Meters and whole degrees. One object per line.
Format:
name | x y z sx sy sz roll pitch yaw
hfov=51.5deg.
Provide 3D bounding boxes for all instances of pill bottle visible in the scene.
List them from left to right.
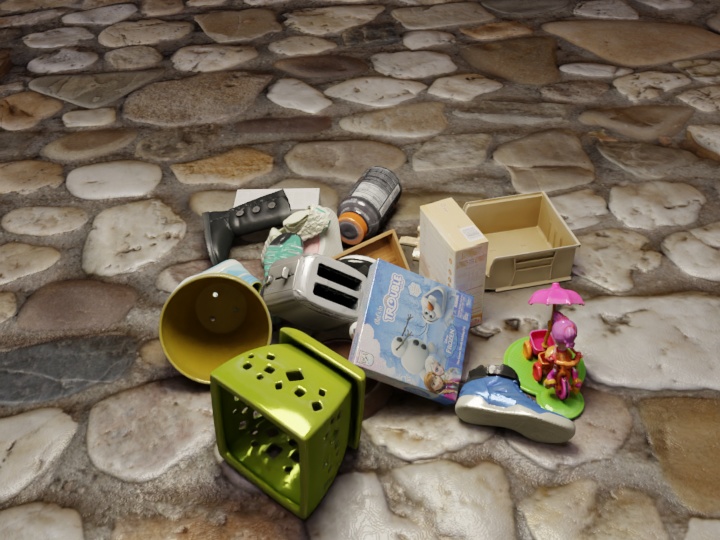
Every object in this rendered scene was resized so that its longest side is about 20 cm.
pill bottle | 0.013 -0.142 1.683 0.105 0.107 0.201 14 42 19

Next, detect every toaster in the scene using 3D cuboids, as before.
toaster | -0.073 0.043 1.375 0.198 0.129 0.115 24 68 -28

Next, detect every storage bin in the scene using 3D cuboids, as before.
storage bin | 0.327 -0.064 1.579 0.195 0.095 0.201 -8 40 -7

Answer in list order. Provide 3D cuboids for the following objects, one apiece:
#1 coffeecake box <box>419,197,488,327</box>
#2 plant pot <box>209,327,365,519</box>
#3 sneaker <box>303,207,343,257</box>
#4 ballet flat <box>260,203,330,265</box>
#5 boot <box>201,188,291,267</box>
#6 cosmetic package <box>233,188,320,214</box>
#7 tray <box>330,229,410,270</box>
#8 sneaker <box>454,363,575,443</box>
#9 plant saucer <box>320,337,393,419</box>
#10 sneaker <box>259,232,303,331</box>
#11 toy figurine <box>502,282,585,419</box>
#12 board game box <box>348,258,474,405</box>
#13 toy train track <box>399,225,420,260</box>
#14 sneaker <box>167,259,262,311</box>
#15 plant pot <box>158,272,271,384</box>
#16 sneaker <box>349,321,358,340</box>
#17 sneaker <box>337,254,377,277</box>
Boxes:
coffeecake box | 0.175 -0.009 1.436 0.072 0.202 0.154 -15 41 -15
plant pot | -0.102 0.223 1.169 0.198 0.201 0.181 27 45 26
sneaker | -0.093 -0.026 1.585 0.104 0.075 0.203 -27 55 35
ballet flat | -0.150 -0.080 1.563 0.199 0.072 0.072 -34 31 24
boot | -0.240 -0.089 1.635 0.197 0.066 0.166 -14 55 -7
cosmetic package | -0.193 -0.148 1.745 0.196 0.051 0.083 0 43 3
tray | 0.000 0.000 1.518 0.198 0.100 0.037 -25 5 -26
sneaker | 0.267 0.214 1.255 0.197 0.077 0.112 8 49 23
plant saucer | -0.038 0.188 1.341 0.197 0.035 0.202 -1 40 1
sneaker | -0.161 0.019 1.486 0.073 0.088 0.202 11 52 4
toy figurine | 0.334 0.120 1.282 0.148 0.186 0.201 -6 40 -4
board game box | 0.091 0.107 1.300 0.196 0.043 0.203 20 64 -13
toy train track | 0.153 -0.095 1.675 0.113 0.033 0.201 10 40 15
sneaker | -0.280 0.057 1.478 0.130 0.080 0.199 27 49 33
plant pot | -0.260 0.088 1.375 0.197 0.203 0.142 -6 15 -4
sneaker | 0.065 0.069 1.374 0.196 0.079 0.132 0 70 -21
sneaker | 0.035 0.042 1.444 0.198 0.070 0.091 24 48 -10
